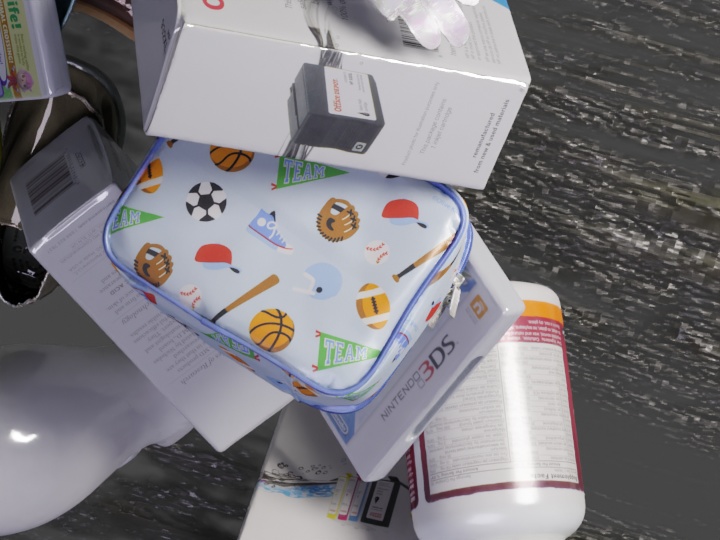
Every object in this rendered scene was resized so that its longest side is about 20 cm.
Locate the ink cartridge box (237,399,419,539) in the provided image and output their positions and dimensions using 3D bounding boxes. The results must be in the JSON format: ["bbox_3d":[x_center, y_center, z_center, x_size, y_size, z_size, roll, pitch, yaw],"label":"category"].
[{"bbox_3d":[-0.009,0.195,1.730,0.144,0.200,0.147,17,133,2],"label":"ink cartridge box"}]

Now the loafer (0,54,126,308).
[{"bbox_3d":[-0.199,-0.051,1.663,0.075,0.070,0.200,16,132,3],"label":"loafer"}]

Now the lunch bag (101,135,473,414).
[{"bbox_3d":[-0.036,-0.020,1.497,0.200,0.160,0.076,31,171,11],"label":"lunch bag"}]

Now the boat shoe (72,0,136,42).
[{"bbox_3d":[-0.125,-0.176,1.533,0.200,0.070,0.070,19,133,-1],"label":"boat shoe"}]

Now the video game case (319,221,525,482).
[{"bbox_3d":[0.000,0.000,1.597,0.200,0.022,0.182,58,135,22],"label":"video game case"}]

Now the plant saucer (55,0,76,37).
[{"bbox_3d":[-0.232,-0.211,1.516,0.200,0.027,0.200,12,113,31],"label":"plant saucer"}]

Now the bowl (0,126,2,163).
[{"bbox_3d":[-0.315,-0.073,1.639,0.200,0.200,0.108,13,175,5],"label":"bowl"}]

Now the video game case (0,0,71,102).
[{"bbox_3d":[-0.258,-0.194,1.510,0.182,0.022,0.200,-1,104,35],"label":"video game case"}]

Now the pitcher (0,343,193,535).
[{"bbox_3d":[-0.214,0.115,1.740,0.121,0.200,0.172,57,144,21],"label":"pitcher"}]

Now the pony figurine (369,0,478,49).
[{"bbox_3d":[0.042,-0.240,1.396,0.193,0.166,0.200,46,139,19],"label":"pony figurine"}]

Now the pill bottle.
[{"bbox_3d":[0.082,0.115,1.624,0.109,0.200,0.110,-6,166,-1],"label":"pill bottle"}]

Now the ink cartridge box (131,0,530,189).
[{"bbox_3d":[-0.022,-0.133,1.448,0.200,0.145,0.084,9,129,-17],"label":"ink cartridge box"}]

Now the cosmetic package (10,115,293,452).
[{"bbox_3d":[-0.128,0.009,1.622,0.074,0.102,0.200,-38,122,7],"label":"cosmetic package"}]
